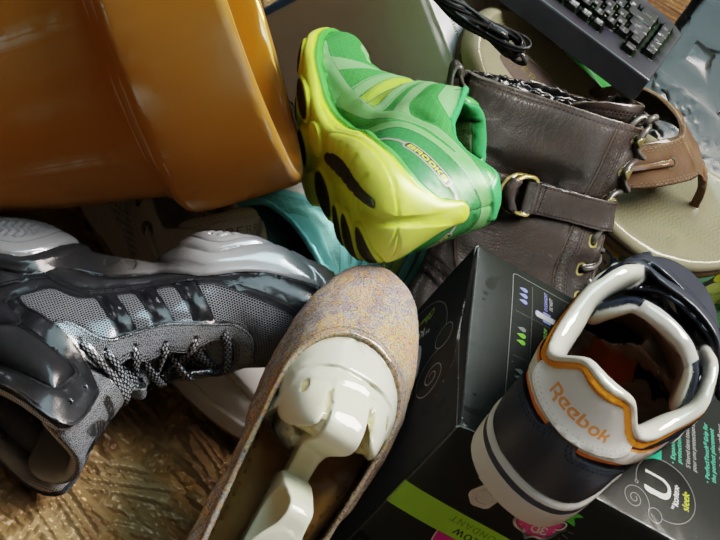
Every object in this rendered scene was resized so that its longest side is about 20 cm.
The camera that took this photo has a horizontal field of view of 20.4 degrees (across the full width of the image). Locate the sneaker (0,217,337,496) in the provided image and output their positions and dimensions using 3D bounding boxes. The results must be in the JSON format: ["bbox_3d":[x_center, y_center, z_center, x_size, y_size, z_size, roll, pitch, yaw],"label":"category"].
[{"bbox_3d":[-0.099,0.044,0.881,0.198,0.076,0.115,6,50,-4],"label":"sneaker"}]

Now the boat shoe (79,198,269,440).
[{"bbox_3d":[-0.076,-0.004,0.979,0.071,0.069,0.201,-12,61,-49],"label":"boat shoe"}]

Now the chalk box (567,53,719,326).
[{"bbox_3d":[0.177,-0.022,1.180,0.124,0.124,0.201,-4,54,-43],"label":"chalk box"}]

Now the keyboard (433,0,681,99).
[{"bbox_3d":[0.072,-0.160,1.040,0.199,0.021,0.127,37,44,3],"label":"keyboard"}]

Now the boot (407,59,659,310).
[{"bbox_3d":[0.111,-0.002,1.010,0.198,0.175,0.069,19,10,-15],"label":"boot"}]

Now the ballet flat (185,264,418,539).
[{"bbox_3d":[-0.024,0.087,0.840,0.068,0.067,0.201,29,78,-11],"label":"ballet flat"}]

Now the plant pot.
[{"bbox_3d":[-0.142,-0.108,0.906,0.200,0.182,0.202,-18,90,-86],"label":"plant pot"}]

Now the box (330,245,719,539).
[{"bbox_3d":[0.092,0.114,0.936,0.199,0.149,0.125,28,38,-16],"label":"box"}]

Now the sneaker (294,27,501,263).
[{"bbox_3d":[0.015,-0.059,0.953,0.083,0.075,0.200,-5,28,-13],"label":"sneaker"}]

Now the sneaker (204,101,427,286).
[{"bbox_3d":[0.000,0.000,1.060,0.200,0.077,0.080,38,63,-8],"label":"sneaker"}]

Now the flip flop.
[{"bbox_3d":[0.137,-0.071,1.051,0.200,0.057,0.081,41,50,-12],"label":"flip flop"}]

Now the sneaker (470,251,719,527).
[{"bbox_3d":[0.123,0.035,0.855,0.078,0.080,0.200,42,36,4],"label":"sneaker"}]

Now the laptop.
[{"bbox_3d":[0.244,-0.085,1.194,0.177,0.103,0.200,38,62,-2],"label":"laptop"}]

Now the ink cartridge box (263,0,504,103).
[{"bbox_3d":[0.057,-0.154,1.156,0.199,0.144,0.085,-25,94,-42],"label":"ink cartridge box"}]
